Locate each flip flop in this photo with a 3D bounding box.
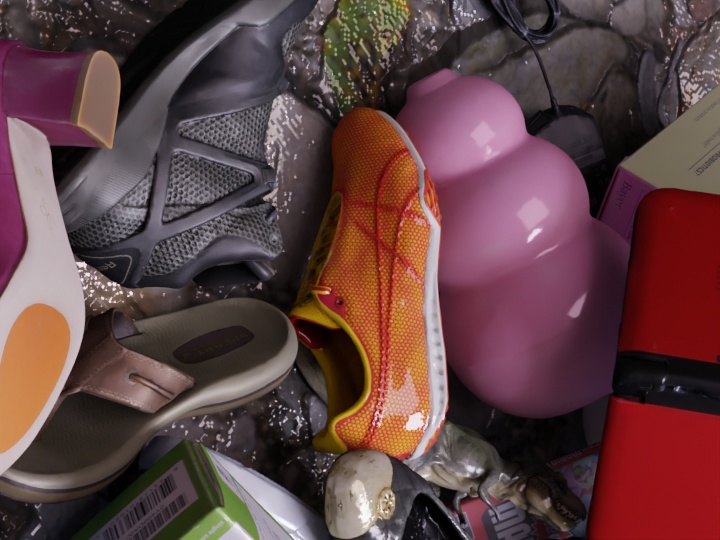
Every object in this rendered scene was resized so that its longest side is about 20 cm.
[{"bbox_3d":[-0.106,0.045,0.718,0.200,0.081,0.058,-21,141,-41],"label":"flip flop"}]

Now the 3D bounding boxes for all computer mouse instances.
[{"bbox_3d":[0.112,-0.108,0.958,0.058,0.034,0.201,-18,93,-21],"label":"computer mouse"}]

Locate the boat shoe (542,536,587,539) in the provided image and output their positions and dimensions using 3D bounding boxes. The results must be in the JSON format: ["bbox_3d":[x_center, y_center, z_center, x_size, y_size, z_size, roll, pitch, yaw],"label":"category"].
[{"bbox_3d":[0.158,0.242,0.856,0.092,0.075,0.201,-10,100,3],"label":"boat shoe"}]

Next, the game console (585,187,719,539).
[{"bbox_3d":[0.230,0.067,0.809,0.119,0.199,0.173,87,14,-60],"label":"game console"}]

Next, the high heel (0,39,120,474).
[{"bbox_3d":[-0.170,-0.009,0.664,0.067,0.096,0.201,39,57,-64],"label":"high heel"}]

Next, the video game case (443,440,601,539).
[{"bbox_3d":[0.141,0.173,0.892,0.199,0.017,0.144,-21,101,-4],"label":"video game case"}]

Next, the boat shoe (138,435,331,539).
[{"bbox_3d":[-0.041,0.155,0.778,0.200,0.072,0.062,43,65,-30],"label":"boat shoe"}]

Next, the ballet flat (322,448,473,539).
[{"bbox_3d":[0.044,0.153,0.783,0.200,0.057,0.067,51,57,-37],"label":"ballet flat"}]

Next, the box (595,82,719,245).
[{"bbox_3d":[0.266,-0.014,0.931,0.176,0.200,0.097,-37,151,-42],"label":"box"}]

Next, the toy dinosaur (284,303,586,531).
[{"bbox_3d":[0.023,0.108,0.838,0.200,0.047,0.088,32,73,-10],"label":"toy dinosaur"}]

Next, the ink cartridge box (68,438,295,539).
[{"bbox_3d":[-0.065,0.201,0.712,0.148,0.076,0.200,-41,115,-1],"label":"ink cartridge box"}]

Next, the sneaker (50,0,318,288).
[{"bbox_3d":[-0.068,-0.068,0.773,0.114,0.076,0.200,49,61,-28],"label":"sneaker"}]

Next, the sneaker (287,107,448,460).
[{"bbox_3d":[0.000,0.000,0.807,0.077,0.073,0.201,6,62,-21],"label":"sneaker"}]

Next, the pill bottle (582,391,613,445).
[{"bbox_3d":[0.241,0.068,0.993,0.200,0.114,0.115,-27,104,-38],"label":"pill bottle"}]

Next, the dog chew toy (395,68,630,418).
[{"bbox_3d":[0.082,-0.019,0.870,0.124,0.124,0.201,-32,98,-37],"label":"dog chew toy"}]
